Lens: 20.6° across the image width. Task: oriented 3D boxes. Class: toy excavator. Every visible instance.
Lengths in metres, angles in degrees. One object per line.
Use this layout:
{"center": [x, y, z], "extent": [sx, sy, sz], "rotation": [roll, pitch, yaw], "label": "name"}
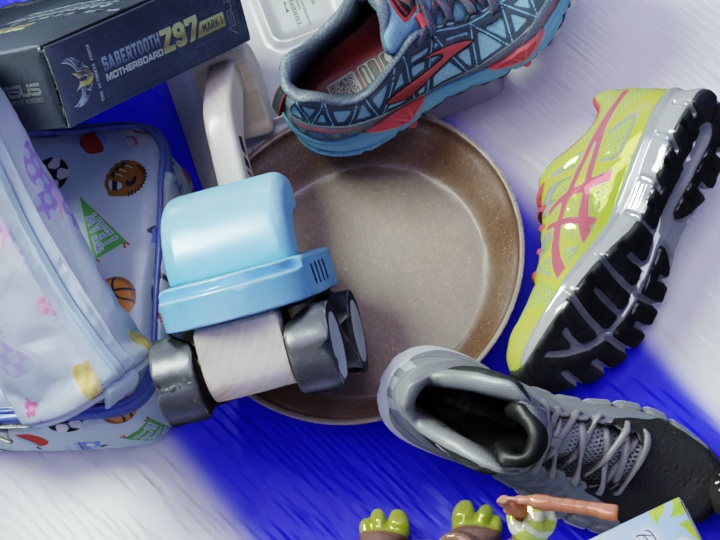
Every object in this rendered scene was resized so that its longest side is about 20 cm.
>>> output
{"center": [-0.065, -0.030, 1.109], "extent": [0.100, 0.194, 0.200], "rotation": [-13, 93, 9], "label": "toy excavator"}

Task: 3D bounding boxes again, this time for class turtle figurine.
{"center": [0.041, 0.155, 1.030], "extent": [0.200, 0.161, 0.065], "rotation": [-19, 89, 7], "label": "turtle figurine"}

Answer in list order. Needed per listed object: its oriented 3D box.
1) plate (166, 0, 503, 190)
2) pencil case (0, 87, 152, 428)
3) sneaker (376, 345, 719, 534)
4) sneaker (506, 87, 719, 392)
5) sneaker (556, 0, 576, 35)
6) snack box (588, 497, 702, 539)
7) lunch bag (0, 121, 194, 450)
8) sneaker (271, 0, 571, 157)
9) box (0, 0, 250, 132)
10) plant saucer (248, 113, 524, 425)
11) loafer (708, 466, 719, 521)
{"center": [-0.035, -0.163, 1.247], "extent": [0.200, 0.032, 0.200], "rotation": [-21, 65, -2], "label": "plate"}
{"center": [-0.187, -0.017, 1.046], "extent": [0.091, 0.200, 0.083], "rotation": [-16, 18, 41], "label": "pencil case"}
{"center": [0.105, 0.098, 1.049], "extent": [0.200, 0.115, 0.075], "rotation": [17, 89, -2], "label": "sneaker"}
{"center": [0.133, -0.021, 1.148], "extent": [0.090, 0.078, 0.200], "rotation": [21, 74, 40], "label": "sneaker"}
{"center": [0.065, -0.232, 1.223], "extent": [0.200, 0.081, 0.076], "rotation": [44, 52, 16], "label": "sneaker"}
{"center": [0.085, 0.203, 1.000], "extent": [0.200, 0.169, 0.068], "rotation": [-27, 68, -3], "label": "snack box"}
{"center": [-0.182, 0.013, 1.173], "extent": [0.160, 0.076, 0.200], "rotation": [-1, 66, 10], "label": "lunch bag"}
{"center": [0.038, -0.139, 1.132], "extent": [0.200, 0.096, 0.079], "rotation": [-37, 69, 5], "label": "sneaker"}
{"center": [-0.188, -0.122, 1.152], "extent": [0.200, 0.051, 0.158], "rotation": [-3, 22, 41], "label": "box"}
{"center": [0.000, 0.000, 1.164], "extent": [0.200, 0.037, 0.201], "rotation": [-5, 67, 12], "label": "plant saucer"}
{"center": [0.285, 0.120, 1.068], "extent": [0.200, 0.072, 0.073], "rotation": [-11, 21, -5], "label": "loafer"}
